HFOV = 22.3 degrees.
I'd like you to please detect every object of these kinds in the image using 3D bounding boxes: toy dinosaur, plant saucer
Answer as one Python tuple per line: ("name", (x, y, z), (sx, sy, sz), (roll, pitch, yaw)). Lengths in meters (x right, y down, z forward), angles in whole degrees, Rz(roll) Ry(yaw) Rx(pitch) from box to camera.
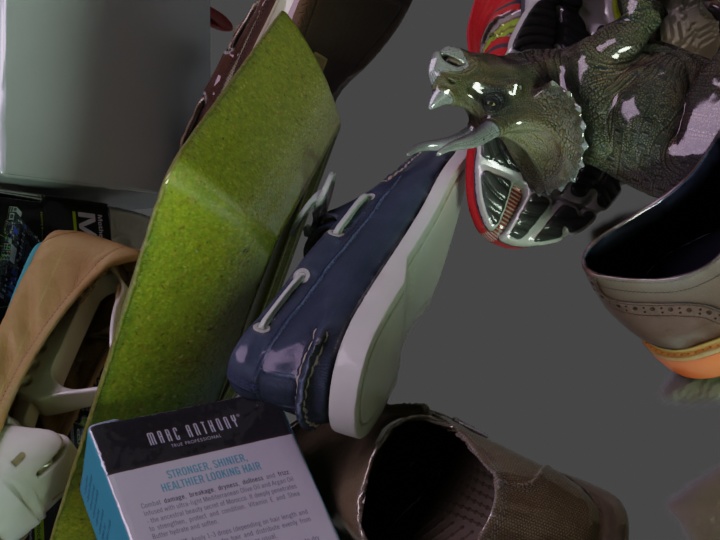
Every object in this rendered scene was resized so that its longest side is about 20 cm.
("toy dinosaur", (0.128, -0.065, 0.726), (0.199, 0.077, 0.103), (13, 79, 11))
("plant saucer", (-0.064, 0.008, 0.822), (0.200, 0.048, 0.200), (-67, -1, -62))

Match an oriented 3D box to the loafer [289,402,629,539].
("loafer", (0.020, 0.087, 0.741), (0.200, 0.067, 0.076), (4, 66, 50))

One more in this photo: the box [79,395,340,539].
("box", (-0.040, 0.144, 0.702), (0.049, 0.082, 0.200), (108, 144, -48))

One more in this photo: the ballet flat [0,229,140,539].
("ballet flat", (-0.145, 0.062, 0.820), (0.063, 0.069, 0.201), (5, 55, 18))

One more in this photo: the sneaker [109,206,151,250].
("sneaker", (-0.188, 0.013, 1.028), (0.199, 0.146, 0.081), (-11, 88, -2))

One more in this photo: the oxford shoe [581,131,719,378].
("oxford shoe", (0.171, -0.027, 0.653), (0.200, 0.072, 0.071), (-34, 41, 27))

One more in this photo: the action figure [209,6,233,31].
("action figure", (-0.146, -0.094, 1.085), (0.200, 0.052, 0.066), (-41, 33, 27))

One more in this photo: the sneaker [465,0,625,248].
("sneaker", (0.081, -0.091, 0.824), (0.085, 0.077, 0.201), (-37, 35, 56))

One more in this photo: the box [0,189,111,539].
("box", (-0.198, 0.057, 0.857), (0.047, 0.193, 0.201), (-15, 76, 39))

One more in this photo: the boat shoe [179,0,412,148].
("boat shoe", (-0.037, -0.124, 0.957), (0.075, 0.075, 0.203), (22, 81, 45))

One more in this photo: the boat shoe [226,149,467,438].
("boat shoe", (0.000, 0.000, 0.776), (0.062, 0.075, 0.200), (13, 38, 11))

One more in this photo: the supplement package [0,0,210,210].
("supplement package", (-0.203, -0.109, 0.997), (0.199, 0.152, 0.151), (-4, 84, 38))
